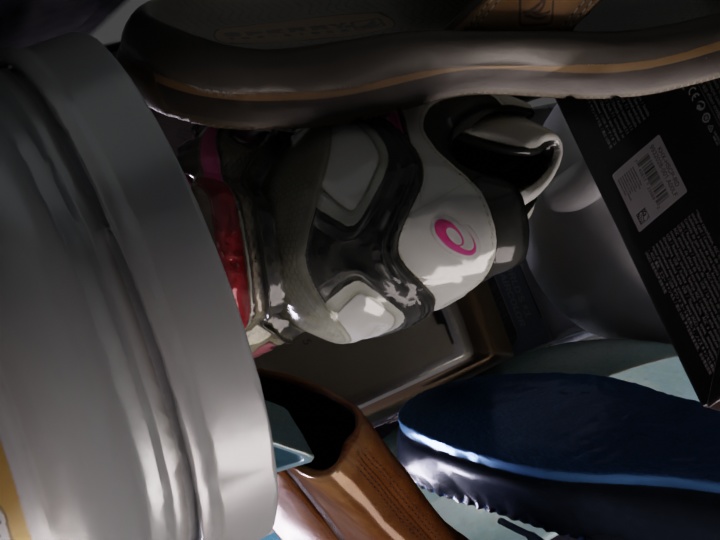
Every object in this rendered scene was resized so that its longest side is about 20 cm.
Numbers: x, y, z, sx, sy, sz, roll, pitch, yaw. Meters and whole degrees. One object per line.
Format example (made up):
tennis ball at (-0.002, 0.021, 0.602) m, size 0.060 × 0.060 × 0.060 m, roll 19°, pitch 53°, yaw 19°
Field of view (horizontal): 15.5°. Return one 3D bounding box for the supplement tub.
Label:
supplement tub at (-0.133, 0.038, 0.567) m, size 0.200 × 0.145 × 0.145 m, roll -22°, pitch 175°, yaw -16°

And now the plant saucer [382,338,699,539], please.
plant saucer at (0.053, 0.077, 1.068) m, size 0.201 × 0.039 × 0.201 m, roll -27°, pitch 159°, yaw -11°

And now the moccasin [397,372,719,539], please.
moccasin at (0.102, 0.086, 0.909) m, size 0.200 × 0.068 × 0.080 m, roll 12°, pitch -149°, yaw 30°

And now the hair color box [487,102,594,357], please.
hair color box at (0.097, -0.022, 1.182) m, size 0.061 × 0.099 × 0.200 m, roll -25°, pitch 174°, yaw 36°

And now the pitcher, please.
pitcher at (0.127, -0.050, 1.017) m, size 0.171 × 0.121 × 0.200 m, roll -5°, pitch 155°, yaw -34°

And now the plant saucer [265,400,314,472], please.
plant saucer at (-0.108, 0.027, 0.740) m, size 0.200 × 0.019 × 0.070 m, roll 21°, pitch 151°, yaw -38°

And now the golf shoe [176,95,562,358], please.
golf shoe at (0.010, -0.021, 0.707) m, size 0.092 × 0.073 × 0.200 m, roll -5°, pitch -165°, yaw 7°

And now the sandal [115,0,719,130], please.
sandal at (0.036, -0.075, 0.657) m, size 0.199 × 0.055 × 0.082 m, roll -6°, pitch -162°, yaw -13°

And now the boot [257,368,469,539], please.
boot at (-0.013, 0.099, 0.898) m, size 0.188 × 0.200 × 0.069 m, roll 18°, pitch -110°, yaw 52°

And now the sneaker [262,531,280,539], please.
sneaker at (-0.073, 0.097, 1.108) m, size 0.130 × 0.080 × 0.200 m, roll -26°, pitch 165°, yaw 15°

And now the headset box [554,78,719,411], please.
headset box at (0.165, -0.016, 0.857) m, size 0.200 × 0.149 × 0.075 m, roll 18°, pitch 130°, yaw -45°

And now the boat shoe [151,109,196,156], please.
boat shoe at (-0.084, -0.003, 0.786) m, size 0.200 × 0.072 × 0.065 m, roll -38°, pitch -152°, yaw 61°

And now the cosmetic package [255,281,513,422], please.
cosmetic package at (0.000, 0.000, 0.980) m, size 0.071 × 0.105 × 0.200 m, roll -23°, pitch 176°, yaw 7°
